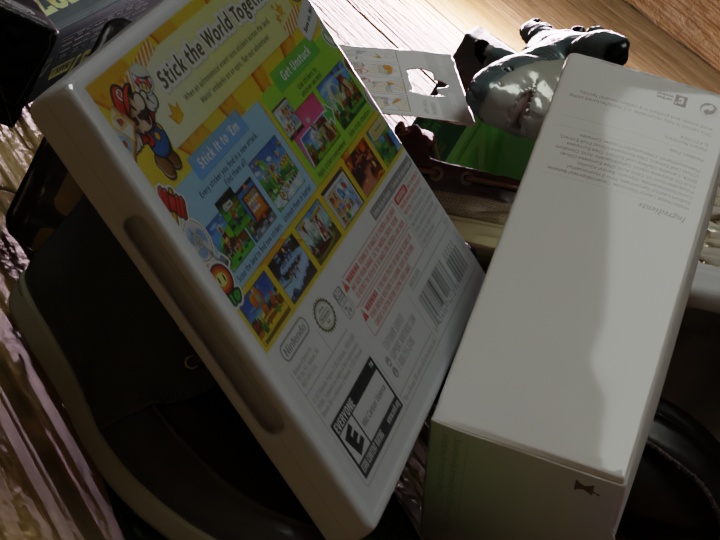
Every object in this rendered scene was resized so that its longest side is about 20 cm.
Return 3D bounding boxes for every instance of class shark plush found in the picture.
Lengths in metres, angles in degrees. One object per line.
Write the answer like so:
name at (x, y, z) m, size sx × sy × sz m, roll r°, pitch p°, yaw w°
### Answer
shark plush at (0.104, -0.126, 0.973) m, size 0.082 × 0.092 × 0.201 m, roll 11°, pitch 34°, yaw 0°

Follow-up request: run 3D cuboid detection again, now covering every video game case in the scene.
video game case at (-0.025, -0.023, 0.636) m, size 0.183 × 0.023 × 0.200 m, roll 56°, pitch 27°, yaw -13°

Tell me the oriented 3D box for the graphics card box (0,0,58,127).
graphics card box at (-0.217, -0.139, 0.739) m, size 0.125 × 0.051 × 0.200 m, roll 23°, pitch 13°, yaw -34°

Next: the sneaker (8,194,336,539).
sneaker at (-0.057, 0.022, 0.628) m, size 0.074 × 0.107 × 0.200 m, roll 10°, pitch 27°, yaw -50°

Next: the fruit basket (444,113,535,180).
fruit basket at (0.140, -0.021, 1.079) m, size 0.213 × 0.156 × 0.217 m, roll 21°, pitch 36°, yaw -16°

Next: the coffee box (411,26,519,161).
coffee box at (0.131, -0.070, 1.207) m, size 0.199 × 0.124 × 0.044 m, roll 35°, pitch 19°, yaw 4°

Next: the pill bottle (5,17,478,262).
pill bottle at (-0.051, -0.020, 0.769) m, size 0.199 × 0.113 × 0.112 m, roll 29°, pitch 17°, yaw -10°

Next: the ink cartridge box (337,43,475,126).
ink cartridge box at (-0.041, -0.092, 0.968) m, size 0.197 × 0.051 × 0.162 m, roll 5°, pitch 21°, yaw -4°

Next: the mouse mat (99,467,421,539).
mouse mat at (-0.038, 0.088, 0.673) m, size 0.160 × 0.008 × 0.200 m, roll 21°, pitch 21°, yaw -32°

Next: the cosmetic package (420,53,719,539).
cosmetic package at (0.096, 0.020, 0.727) m, size 0.084 × 0.108 × 0.201 m, roll 18°, pitch 56°, yaw 11°

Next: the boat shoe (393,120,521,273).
boat shoe at (0.026, -0.045, 0.954) m, size 0.198 × 0.073 × 0.072 m, roll 16°, pitch -23°, yaw 21°

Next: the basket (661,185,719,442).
basket at (0.209, 0.039, 0.862) m, size 0.198 × 0.137 × 0.123 m, roll 14°, pitch 38°, yaw 31°

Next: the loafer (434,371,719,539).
loafer at (0.099, 0.087, 0.831) m, size 0.199 × 0.073 × 0.071 m, roll 33°, pitch 42°, yaw 5°

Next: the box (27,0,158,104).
box at (-0.207, -0.172, 0.948) m, size 0.157 × 0.051 × 0.200 m, roll 33°, pitch 33°, yaw 7°
